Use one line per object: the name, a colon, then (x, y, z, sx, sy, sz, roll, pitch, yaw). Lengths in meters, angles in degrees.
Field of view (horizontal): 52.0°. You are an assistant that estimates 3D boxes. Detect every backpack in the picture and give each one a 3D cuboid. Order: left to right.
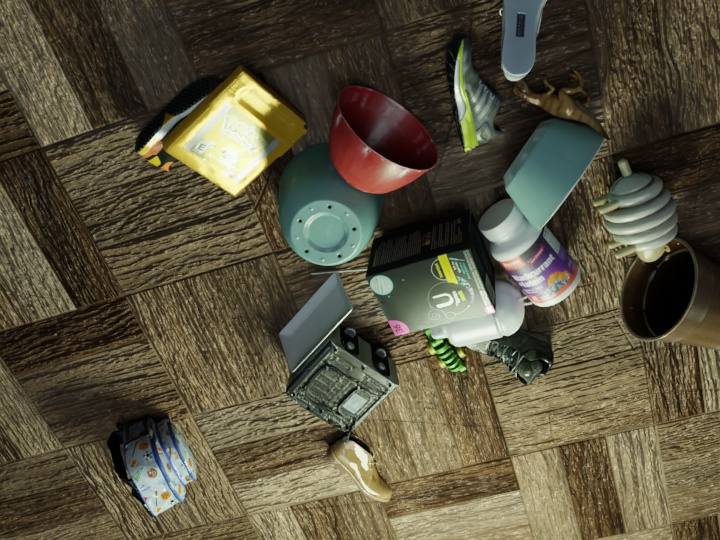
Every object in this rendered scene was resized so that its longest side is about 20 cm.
backpack: (-0.445, 0.434, 1.625, 0.153, 0.191, 0.201, -27, 117, -2)

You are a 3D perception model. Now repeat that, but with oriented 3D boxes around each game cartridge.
game cartridge: (-0.213, -0.236, 1.284, 0.199, 0.033, 0.176, -37, 137, 20)

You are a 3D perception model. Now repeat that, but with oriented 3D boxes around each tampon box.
tampon box: (0.131, 0.007, 1.353, 0.198, 0.127, 0.151, -16, 122, 20)

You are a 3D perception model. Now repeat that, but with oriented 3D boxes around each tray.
tray: (-0.087, 0.105, 1.482, 0.022, 0.108, 0.200, 22, 121, -39)

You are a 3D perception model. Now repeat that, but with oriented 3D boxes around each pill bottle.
pill bottle: (0.312, -0.036, 1.377, 0.111, 0.112, 0.200, -37, 113, 20)

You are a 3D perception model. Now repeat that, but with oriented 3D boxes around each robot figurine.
robot figurine: (0.230, 0.080, 1.429, 0.198, 0.169, 0.114, -15, 86, 17)

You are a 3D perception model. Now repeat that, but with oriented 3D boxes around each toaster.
toaster: (-0.042, 0.225, 1.533, 0.180, 0.119, 0.200, 34, 115, -16)

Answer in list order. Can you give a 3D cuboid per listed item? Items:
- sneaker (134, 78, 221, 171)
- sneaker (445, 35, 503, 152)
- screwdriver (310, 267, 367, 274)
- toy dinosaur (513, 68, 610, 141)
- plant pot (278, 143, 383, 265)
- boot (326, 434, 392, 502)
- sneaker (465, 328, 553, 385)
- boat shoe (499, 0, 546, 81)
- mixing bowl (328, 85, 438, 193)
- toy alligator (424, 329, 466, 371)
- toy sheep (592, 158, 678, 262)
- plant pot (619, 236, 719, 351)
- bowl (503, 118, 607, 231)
sneaker: (-0.302, -0.254, 1.303, 0.199, 0.070, 0.090, -35, 133, 17)
sneaker: (0.195, -0.305, 1.257, 0.080, 0.074, 0.201, -14, 126, 2)
screwdriver: (0.000, 0.000, 1.458, 0.198, 0.028, 0.029, -8, 149, 8)
toy dinosaur: (0.352, -0.273, 1.239, 0.199, 0.106, 0.061, 32, 158, 26)
plant pot: (-0.058, -0.103, 1.321, 0.198, 0.161, 0.202, 1, 120, 2)
boot: (0.016, 0.457, 1.698, 0.075, 0.074, 0.200, -41, 109, 11)
sneaker: (0.300, 0.164, 1.494, 0.198, 0.115, 0.077, 16, 118, -5)
boat shoe: (0.262, -0.405, 1.191, 0.074, 0.086, 0.204, 5, 91, 4)
mixing bowl: (0.021, -0.205, 1.249, 0.199, 0.201, 0.109, 30, 127, -15)
toy alligator: (0.164, 0.150, 1.521, 0.059, 0.054, 0.200, -30, 115, 17)
toy sheep: (0.498, -0.105, 1.326, 0.137, 0.138, 0.201, -22, 111, 13)
plant pot: (0.632, 0.059, 1.389, 0.197, 0.201, 0.201, 17, 120, -18)
bowl: (0.320, -0.179, 1.266, 0.105, 0.201, 0.202, 35, 117, 4)
